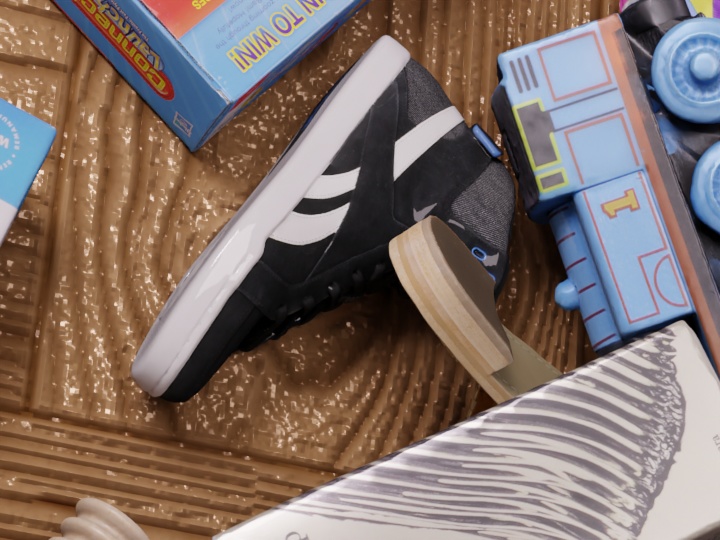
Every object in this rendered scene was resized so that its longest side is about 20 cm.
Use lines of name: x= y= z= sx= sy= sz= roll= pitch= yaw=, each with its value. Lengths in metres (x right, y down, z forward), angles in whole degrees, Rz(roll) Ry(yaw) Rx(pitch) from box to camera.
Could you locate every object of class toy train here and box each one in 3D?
toy train: x=0.132 y=-0.021 z=0.970 sx=0.114 sy=0.087 sz=0.201 roll=-19 pitch=82 yaw=4

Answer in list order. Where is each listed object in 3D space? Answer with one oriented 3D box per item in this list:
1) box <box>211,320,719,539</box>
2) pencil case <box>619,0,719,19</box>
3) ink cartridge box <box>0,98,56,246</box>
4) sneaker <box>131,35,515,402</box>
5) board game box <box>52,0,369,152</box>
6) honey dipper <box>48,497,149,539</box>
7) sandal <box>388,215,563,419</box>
box: x=0.050 y=0.100 z=0.848 sx=0.199 sy=0.068 sz=0.082 roll=-25 pitch=75 yaw=-7
pencil case: x=0.214 y=-0.150 z=1.016 sx=0.088 sy=0.200 sz=0.089 roll=39 pitch=28 yaw=-26
ink cartridge box: x=-0.210 y=0.011 z=0.845 sx=0.116 sy=0.067 sz=0.201 roll=28 pitch=62 yaw=-11
sneaker: x=0.000 y=0.000 z=0.937 sx=0.112 sy=0.073 sz=0.200 roll=40 pitch=60 yaw=-6
board game box: x=-0.067 y=-0.188 z=0.990 sx=0.196 sy=0.056 sz=0.200 roll=48 pitch=60 yaw=-1
honey dipper: x=-0.147 y=0.171 z=0.829 sx=0.038 sy=0.038 sz=0.200 roll=39 pitch=62 yaw=-5
sandal: x=0.057 y=0.071 z=0.940 sx=0.212 sy=0.069 sz=0.078 roll=51 pitch=16 yaw=-28
